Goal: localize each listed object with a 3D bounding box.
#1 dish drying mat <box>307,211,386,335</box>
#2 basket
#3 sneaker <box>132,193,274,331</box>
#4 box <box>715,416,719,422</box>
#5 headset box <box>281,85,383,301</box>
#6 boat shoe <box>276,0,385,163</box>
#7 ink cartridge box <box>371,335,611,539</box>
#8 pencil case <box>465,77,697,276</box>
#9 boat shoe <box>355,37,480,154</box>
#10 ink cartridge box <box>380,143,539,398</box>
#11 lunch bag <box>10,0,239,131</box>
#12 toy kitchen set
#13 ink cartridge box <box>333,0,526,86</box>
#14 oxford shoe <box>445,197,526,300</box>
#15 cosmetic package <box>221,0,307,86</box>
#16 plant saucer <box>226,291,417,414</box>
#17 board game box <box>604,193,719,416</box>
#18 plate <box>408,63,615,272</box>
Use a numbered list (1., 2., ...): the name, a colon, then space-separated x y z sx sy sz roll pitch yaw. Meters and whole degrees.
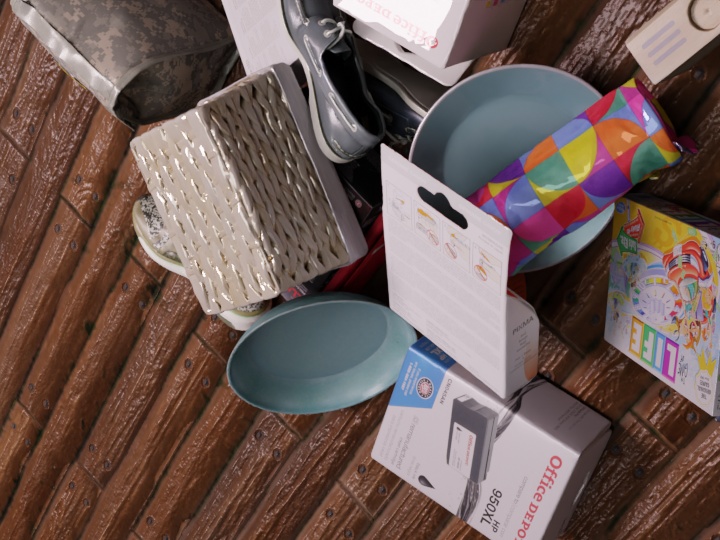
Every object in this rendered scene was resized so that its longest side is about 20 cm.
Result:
1. dish drying mat: 0.000 0.000 1.246 0.018 0.077 0.201 47 126 14
2. basket: -0.107 -0.070 1.151 0.135 0.123 0.202 -16 102 45
3. sneaker: -0.166 -0.028 1.347 0.199 0.077 0.089 40 142 9
4. box: 0.401 0.040 0.948 0.196 0.123 0.203 16 115 29
5. headset box: -0.057 -0.063 1.252 0.149 0.075 0.201 47 134 12
6. boat shoe: -0.022 -0.202 1.121 0.061 0.072 0.203 -13 91 52
7. ink cartridge box: 0.126 0.168 1.209 0.199 0.084 0.146 31 122 23
8. pencil case: 0.184 -0.077 1.051 0.199 0.088 0.089 -33 86 17
9. boat shoe: 0.037 -0.156 1.169 0.199 0.075 0.062 34 121 23
10. ink cartridge box: 0.087 -0.006 1.073 0.162 0.050 0.202 38 145 35
11. lunch bag: -0.244 -0.237 1.261 0.164 0.199 0.118 45 125 13
12. toy kitchen set: 0.233 -0.274 0.933 0.180 0.163 0.201 -40 81 37
13. ink cartridge box: 0.077 -0.278 1.066 0.128 0.125 0.202 35 123 21
14. oxford shoe: 0.107 -0.006 1.187 0.073 0.071 0.203 0 106 59
15. cosmetic package: -0.094 -0.278 1.205 0.082 0.050 0.202 -30 72 38
16. plant saucer: -0.041 0.079 1.258 0.200 0.198 0.036 -47 41 36
17. board game box: 0.261 0.021 1.008 0.200 0.034 0.136 -135 45 -71
18. plate: 0.140 -0.092 1.102 0.197 0.026 0.203 0 118 0
